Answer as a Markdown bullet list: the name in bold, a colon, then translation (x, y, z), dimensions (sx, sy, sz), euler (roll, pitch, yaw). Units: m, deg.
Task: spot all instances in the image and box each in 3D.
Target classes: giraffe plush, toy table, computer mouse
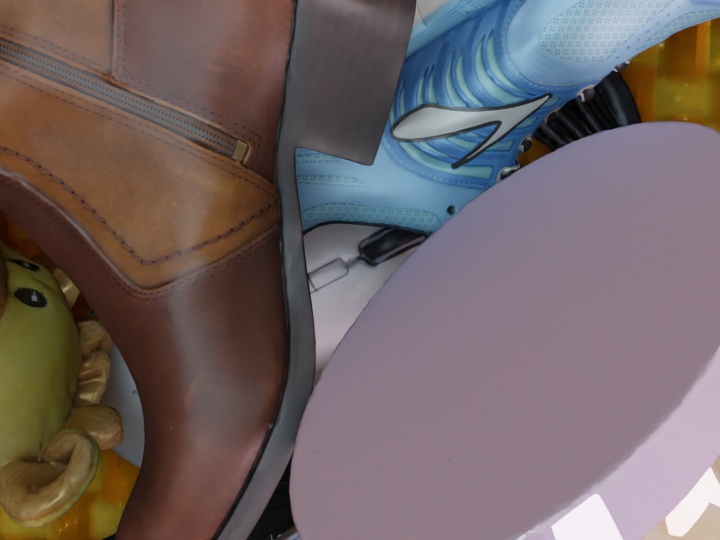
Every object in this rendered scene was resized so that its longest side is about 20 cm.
- **giraffe plush**: translation (-0.156, 0.035, 0.840), dimensions (0.161, 0.200, 0.173), euler (-15, 63, 5)
- **toy table**: translation (0.065, 0.060, 0.746), dimensions (0.183, 0.200, 0.117), euler (-11, 119, 35)
- **computer mouse**: translation (0.000, 0.000, 0.880), dimensions (0.199, 0.044, 0.110), euler (-31, 86, 7)

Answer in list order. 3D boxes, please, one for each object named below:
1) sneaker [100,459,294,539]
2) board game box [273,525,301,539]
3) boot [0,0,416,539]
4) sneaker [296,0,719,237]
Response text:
- **sneaker**: translation (-0.077, 0.120, 0.874), dimensions (0.199, 0.079, 0.076), euler (-29, 84, 5)
- **board game box**: translation (0.037, 0.156, 0.837), dimensions (0.200, 0.041, 0.200), euler (-33, 88, -15)
- **boot**: translation (-0.103, -0.019, 0.764), dimensions (0.199, 0.069, 0.189), euler (15, 102, -10)
- **sneaker**: translation (0.033, -0.052, 0.840), dimensions (0.199, 0.078, 0.090), euler (-21, 101, 6)
